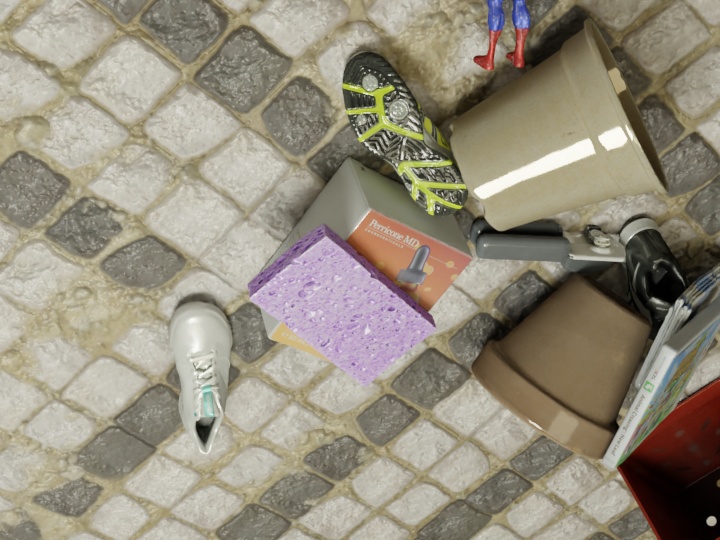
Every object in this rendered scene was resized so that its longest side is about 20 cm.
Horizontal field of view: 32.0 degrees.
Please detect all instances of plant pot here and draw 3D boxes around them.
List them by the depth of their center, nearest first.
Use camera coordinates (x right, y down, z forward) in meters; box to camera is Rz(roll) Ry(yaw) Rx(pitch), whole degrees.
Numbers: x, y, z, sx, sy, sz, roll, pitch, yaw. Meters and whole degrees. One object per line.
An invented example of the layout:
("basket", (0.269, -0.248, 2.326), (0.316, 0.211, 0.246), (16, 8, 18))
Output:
("plant pot", (0.202, -0.138, 1.338), (0.183, 0.201, 0.200), (-24, 131, 18))
("plant pot", (0.266, 0.107, 1.544), (0.200, 0.200, 0.175), (28, 102, -32))
("plant pot", (0.505, 0.307, 1.765), (0.200, 0.200, 0.176), (-35, 139, 12))

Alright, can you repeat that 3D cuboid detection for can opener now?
("can opener", (0.226, -0.024, 1.506), (0.200, 0.053, 0.067), (5, 126, -20))

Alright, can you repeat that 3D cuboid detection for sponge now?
("sponge", (-0.017, 0.041, 1.362), (0.112, 0.030, 0.200), (-38, 127, 15))

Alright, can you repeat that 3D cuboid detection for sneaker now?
("sneaker", (0.042, -0.148, 1.349), (0.075, 0.076, 0.200), (-29, 111, 11))
("sneaker", (-0.183, 0.131, 1.484), (0.075, 0.089, 0.200), (-7, 128, -10))
("sneaker", (0.370, 0.032, 1.566), (0.066, 0.091, 0.200), (-22, 129, -1))

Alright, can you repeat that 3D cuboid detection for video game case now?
("video game case", (0.377, 0.133, 1.530), (0.200, 0.022, 0.182), (-26, 143, -51))

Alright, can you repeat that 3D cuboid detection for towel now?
("towel", (0.416, 0.060, 1.571), (0.200, 0.024, 0.147), (-30, 146, -46))

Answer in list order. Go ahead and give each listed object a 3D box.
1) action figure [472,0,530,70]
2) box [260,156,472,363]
("action figure", (0.150, -0.305, 1.268), (0.065, 0.052, 0.200), (-6, 124, -19))
("box", (0.000, 0.000, 1.424), (0.152, 0.106, 0.200), (24, 118, -30))
